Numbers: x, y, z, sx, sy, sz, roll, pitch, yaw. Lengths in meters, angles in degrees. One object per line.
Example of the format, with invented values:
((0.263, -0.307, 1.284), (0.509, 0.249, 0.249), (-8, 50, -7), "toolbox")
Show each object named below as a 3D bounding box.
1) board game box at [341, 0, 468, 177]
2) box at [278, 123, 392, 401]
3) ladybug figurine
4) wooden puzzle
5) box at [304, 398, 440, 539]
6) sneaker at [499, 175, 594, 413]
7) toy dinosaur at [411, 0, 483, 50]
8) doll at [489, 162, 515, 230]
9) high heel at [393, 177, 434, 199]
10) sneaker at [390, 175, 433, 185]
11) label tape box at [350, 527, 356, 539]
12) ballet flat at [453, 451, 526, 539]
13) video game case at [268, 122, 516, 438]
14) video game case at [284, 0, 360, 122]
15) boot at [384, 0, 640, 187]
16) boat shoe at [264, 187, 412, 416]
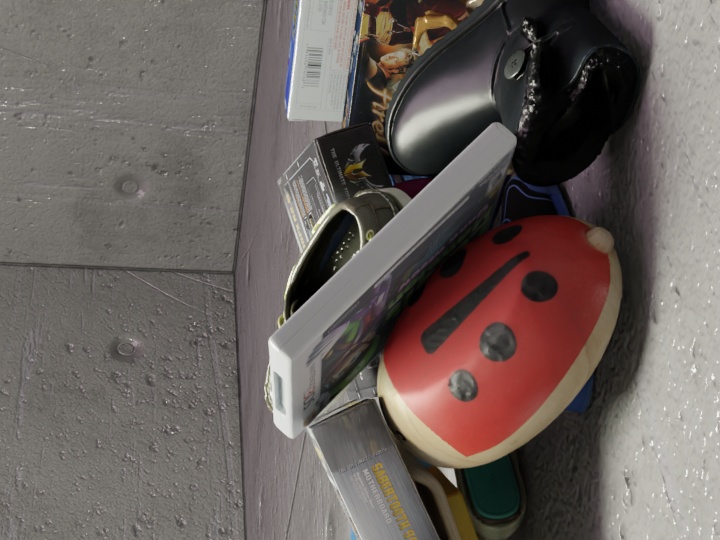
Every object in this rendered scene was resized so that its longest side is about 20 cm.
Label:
((0.059, -0.173, 1.156), (0.035, 0.135, 0.201), (-103, 18, -56), "board game box")
((0.000, 0.000, 1.105), (0.158, 0.048, 0.201), (147, 105, -75), "box")
((0.080, 0.040, 0.883), (0.200, 0.072, 0.136), (-48, 46, 20), "ladybug figurine")
((0.072, 0.219, 1.088), (0.201, 0.037, 0.185), (66, 174, -8), "wooden puzzle")
((0.016, 0.170, 0.978), (0.200, 0.048, 0.159), (121, 125, -83), "box")
((0.110, 0.011, 0.982), (0.070, 0.077, 0.201), (104, 164, -51), "sneaker")
((0.098, -0.204, 1.073), (0.200, 0.106, 0.061), (105, 172, -63), "toy dinosaur")
((0.082, -0.023, 1.126), (0.136, 0.048, 0.201), (-48, -16, -54), "doll")
((0.056, 0.009, 1.241), (0.068, 0.095, 0.201), (-101, 16, -52), "high heel")
((0.063, -0.036, 1.291), (0.079, 0.089, 0.201), (-118, 12, -58), "sneaker")
((0.039, 0.267, 1.379), (0.200, 0.066, 0.144), (-111, 25, -61), "label tape box")
((0.090, 0.126, 1.118), (0.062, 0.067, 0.201), (92, 175, -57), "ballet flat")
((0.019, 0.013, 0.900), (0.200, 0.023, 0.182), (-44, -13, -17), "video game case")
((0.035, -0.219, 1.170), (0.046, 0.180, 0.201), (-101, 17, -57), "video game case")
((0.095, -0.108, 0.947), (0.200, 0.076, 0.169), (-47, 28, 25), "boot")
((-0.027, 0.028, 0.999), (0.072, 0.060, 0.202), (44, 121, 29), "boat shoe")
